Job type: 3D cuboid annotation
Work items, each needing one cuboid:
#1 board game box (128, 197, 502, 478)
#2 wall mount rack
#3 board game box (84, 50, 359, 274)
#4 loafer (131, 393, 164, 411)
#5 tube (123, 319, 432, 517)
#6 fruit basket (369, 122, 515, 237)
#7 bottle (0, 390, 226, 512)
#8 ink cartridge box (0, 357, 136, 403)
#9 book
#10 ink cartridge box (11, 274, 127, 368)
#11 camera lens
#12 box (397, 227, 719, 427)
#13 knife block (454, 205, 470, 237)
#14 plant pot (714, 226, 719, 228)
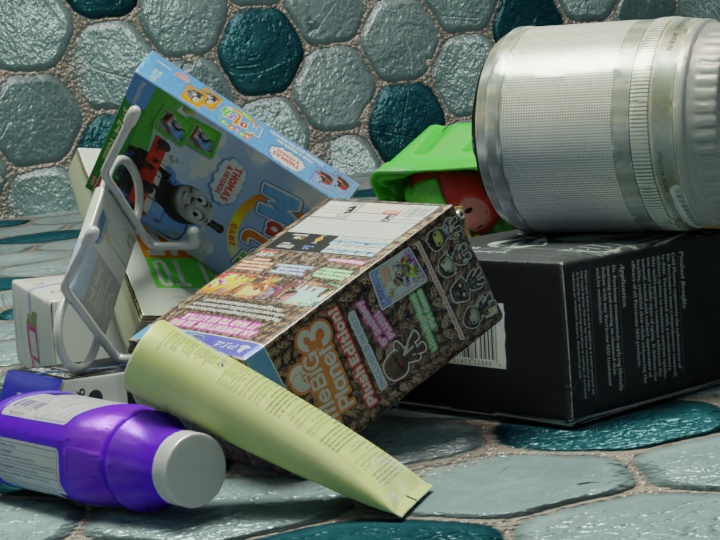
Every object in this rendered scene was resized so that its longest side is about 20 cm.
[{"bbox_3d":[-0.031,0.041,1.425,0.200,0.097,0.159,-36,22,-27],"label":"board game box"},{"bbox_3d":[-0.187,-0.025,1.570,0.074,0.200,0.174,-2,-37,21],"label":"wall mount rack"},{"bbox_3d":[-0.117,-0.070,1.661,0.200,0.151,0.037,32,46,0],"label":"board game box"},{"bbox_3d":[-0.092,0.041,1.558,0.200,0.070,0.070,-32,26,-5],"label":"loafer"},{"bbox_3d":[-0.052,0.098,1.256,0.200,0.052,0.058,27,56,10],"label":"tube"},{"bbox_3d":[0.085,-0.011,1.838,0.155,0.216,0.216,-1,8,33],"label":"fruit basket"},{"bbox_3d":[-0.164,0.118,1.308,0.083,0.065,0.200,-5,6,-41],"label":"bottle"},{"bbox_3d":[-0.207,0.094,1.613,0.200,0.039,0.099,-8,7,-36],"label":"ink cartridge box"},{"bbox_3d":[-0.162,-0.022,1.739,0.133,0.048,0.200,-1,48,-30],"label":"book"},{"bbox_3d":[-0.224,0.050,1.816,0.144,0.085,0.200,-6,8,-19],"label":"ink cartridge box"},{"bbox_3d":[0.195,-0.109,1.526,0.200,0.160,0.160,0,9,28],"label":"camera lens"},{"bbox_3d":[0.151,0.035,1.544,0.196,0.124,0.200,-9,8,-42],"label":"box"},{"bbox_3d":[0.000,0.000,1.684,0.175,0.064,0.200,-17,-3,36],"label":"knife block"},{"bbox_3d":[0.261,-0.044,1.973,0.200,0.187,0.186,-18,6,7],"label":"plant pot"}]
